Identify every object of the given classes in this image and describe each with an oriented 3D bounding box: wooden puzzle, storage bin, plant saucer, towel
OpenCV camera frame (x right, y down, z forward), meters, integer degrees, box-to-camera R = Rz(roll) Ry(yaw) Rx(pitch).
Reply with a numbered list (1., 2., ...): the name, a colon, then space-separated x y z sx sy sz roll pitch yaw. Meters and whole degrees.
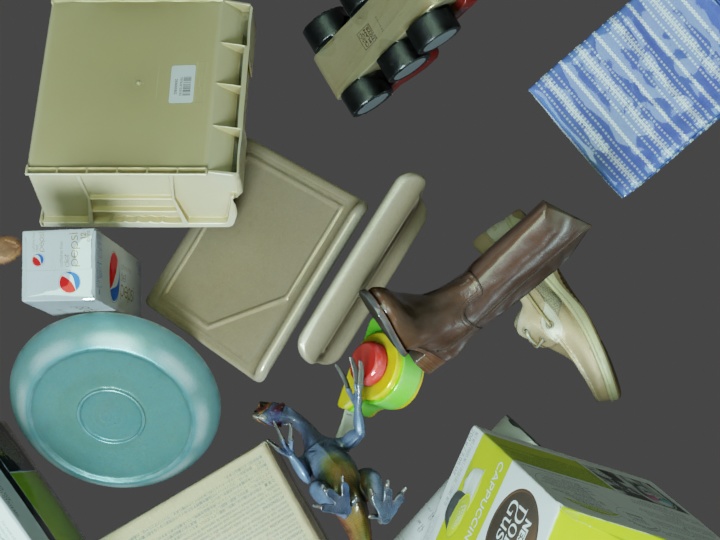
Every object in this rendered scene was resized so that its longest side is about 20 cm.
1. wooden puzzle: -0.096 -0.011 1.468 0.199 0.037 0.186 30 87 45
2. storage bin: -0.200 -0.151 1.480 0.196 0.094 0.202 1 62 4
3. plant saucer: -0.228 0.128 1.465 0.197 0.028 0.202 1 123 2
4. wooden puzzle: 0.000 0.000 1.433 0.037 0.200 0.186 31 88 7
5. towel: 0.281 -0.185 1.520 0.200 0.024 0.145 -40 83 0

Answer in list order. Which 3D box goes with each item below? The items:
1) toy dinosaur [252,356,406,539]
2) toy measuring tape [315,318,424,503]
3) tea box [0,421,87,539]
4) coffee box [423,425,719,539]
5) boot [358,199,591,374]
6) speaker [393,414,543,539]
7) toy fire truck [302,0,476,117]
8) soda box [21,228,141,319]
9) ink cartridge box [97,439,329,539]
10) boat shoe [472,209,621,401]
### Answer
1. toy dinosaur: -0.040 0.185 1.437 0.104 0.181 0.203 -6 99 -22
2. toy measuring tape: 0.013 0.131 1.484 0.073 0.074 0.202 19 87 5
3. tea box: -0.341 0.253 1.435 0.133 0.197 0.201 -37 83 -1
4. coffee box: 0.174 0.278 1.353 0.198 0.198 0.202 20 97 -21
5. boot: 0.105 -0.003 1.383 0.199 0.186 0.065 -38 68 6
6. speaker: 0.096 0.233 1.466 0.081 0.081 0.200 42 88 6
7. toy fire truck: 0.060 -0.259 1.495 0.199 0.176 0.130 -26 81 -41
8. soda box: -0.251 0.009 1.448 0.067 0.200 0.065 -2 81 3
9. ink cartridge box: -0.129 0.278 1.480 0.199 0.075 0.166 -30 85 0
10. boat shoe: 0.176 0.042 1.487 0.064 0.071 0.201 -31 74 5
